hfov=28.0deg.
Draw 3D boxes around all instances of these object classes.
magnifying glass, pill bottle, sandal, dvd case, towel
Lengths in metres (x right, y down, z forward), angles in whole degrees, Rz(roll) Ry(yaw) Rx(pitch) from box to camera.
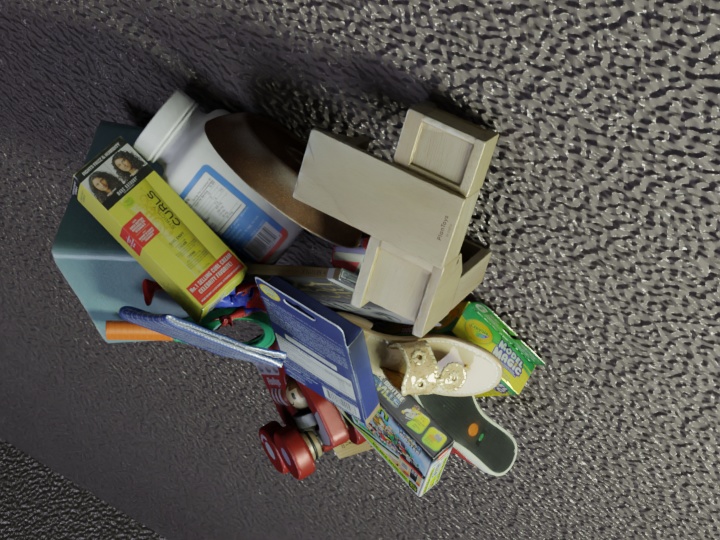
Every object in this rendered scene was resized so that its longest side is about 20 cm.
[{"bbox_3d":[-0.198,0.070,1.686,0.197,0.023,0.080,-1,145,-6],"label":"magnifying glass"},{"bbox_3d":[-0.145,-0.104,1.573,0.199,0.113,0.112,40,157,-7],"label":"pill bottle"},{"bbox_3d":[0.044,0.108,1.553,0.209,0.070,0.078,16,125,11],"label":"sandal"},{"bbox_3d":[-0.028,0.026,1.544,0.148,0.016,0.199,25,166,-36],"label":"dvd case"},{"bbox_3d":[-0.174,0.067,1.566,0.143,0.024,0.199,22,172,-23],"label":"towel"}]

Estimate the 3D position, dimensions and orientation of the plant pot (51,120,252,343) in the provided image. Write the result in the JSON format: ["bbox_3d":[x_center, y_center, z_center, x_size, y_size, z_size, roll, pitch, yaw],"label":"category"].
[{"bbox_3d":[-0.214,-0.039,1.703,0.197,0.198,0.197,3,147,16],"label":"plant pot"}]

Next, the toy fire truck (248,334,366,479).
[{"bbox_3d":[-0.078,0.156,1.795,0.170,0.111,0.200,64,163,-5],"label":"toy fire truck"}]

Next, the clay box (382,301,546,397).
[{"bbox_3d":[0.115,0.094,1.662,0.115,0.048,0.199,42,157,-17],"label":"clay box"}]

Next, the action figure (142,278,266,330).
[{"bbox_3d":[-0.142,0.028,1.621,0.198,0.052,0.066,5,136,-30],"label":"action figure"}]

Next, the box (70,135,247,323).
[{"bbox_3d":[-0.215,-0.043,1.539,0.200,0.075,0.050,47,157,4],"label":"box"}]

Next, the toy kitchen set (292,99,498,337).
[{"bbox_3d":[0.047,-0.081,1.399,0.162,0.180,0.202,25,115,16],"label":"toy kitchen set"}]

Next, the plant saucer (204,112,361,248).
[{"bbox_3d":[-0.069,-0.101,1.465,0.199,0.037,0.201,36,-165,-11],"label":"plant saucer"}]

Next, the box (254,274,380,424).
[{"bbox_3d":[-0.043,0.077,1.527,0.120,0.032,0.201,31,157,25],"label":"box"}]

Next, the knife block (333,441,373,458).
[{"bbox_3d":[0.033,0.171,1.926,0.064,0.173,0.202,66,-172,-49],"label":"knife block"}]

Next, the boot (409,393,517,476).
[{"bbox_3d":[0.080,0.161,1.699,0.143,0.073,0.200,13,151,53],"label":"boot"}]

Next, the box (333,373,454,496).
[{"bbox_3d":[0.019,0.155,1.641,0.200,0.035,0.111,46,154,19],"label":"box"}]

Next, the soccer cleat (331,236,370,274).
[{"bbox_3d":[0.000,0.000,1.578,0.075,0.068,0.200,10,171,-4],"label":"soccer cleat"}]
